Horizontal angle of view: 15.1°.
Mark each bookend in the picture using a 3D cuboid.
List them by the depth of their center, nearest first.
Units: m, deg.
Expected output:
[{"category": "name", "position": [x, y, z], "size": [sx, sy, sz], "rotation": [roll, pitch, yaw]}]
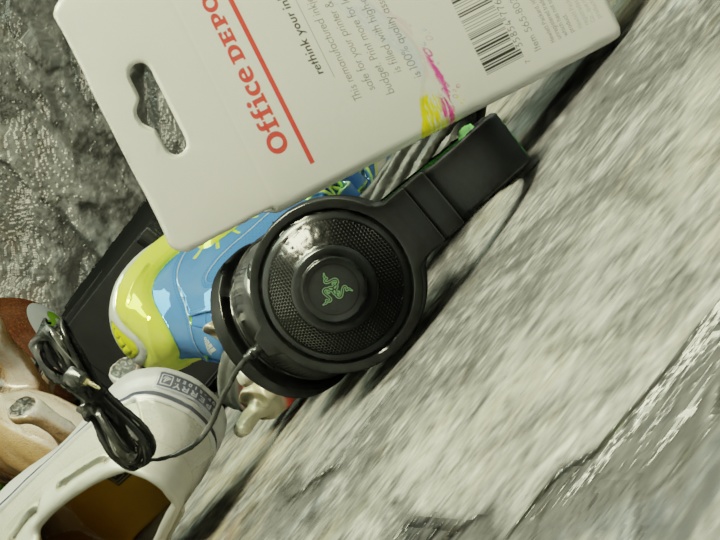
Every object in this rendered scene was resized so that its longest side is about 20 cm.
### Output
[{"category": "bookend", "position": [-0.101, 0.024, 1.450], "size": [0.199, 0.092, 0.200], "rotation": [-50, 7, 29]}]

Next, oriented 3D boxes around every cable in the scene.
[{"category": "cable", "position": [0.000, 0.000, 1.175], "size": [0.200, 0.050, 0.097], "rotation": [-38, -34, -37]}]

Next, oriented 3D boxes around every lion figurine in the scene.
[{"category": "lion figurine", "position": [-0.148, 0.083, 1.353], "size": [0.072, 0.123, 0.200], "rotation": [-42, 40, -17]}]

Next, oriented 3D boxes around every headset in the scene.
[{"category": "headset", "position": [-0.026, 0.000, 1.034], "size": [0.200, 0.094, 0.123], "rotation": [-41, 2, -18]}]

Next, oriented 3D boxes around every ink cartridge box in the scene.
[{"category": "ink cartridge box", "position": [-0.012, -0.099, 1.088], "size": [0.200, 0.115, 0.068], "rotation": [-27, 4, -7]}]

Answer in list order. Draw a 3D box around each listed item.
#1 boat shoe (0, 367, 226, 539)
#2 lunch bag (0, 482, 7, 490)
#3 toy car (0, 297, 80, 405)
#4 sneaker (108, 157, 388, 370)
[{"category": "boat shoe", "position": [-0.123, 0.122, 1.159], "size": [0.200, 0.071, 0.070], "rotation": [-46, 17, 41]}, {"category": "lunch bag", "position": [-0.222, 0.186, 1.422], "size": [0.161, 0.082, 0.200], "rotation": [-50, 6, 1]}, {"category": "toy car", "position": [-0.229, 0.085, 1.777], "size": [0.158, 0.164, 0.200], "rotation": [-53, 16, -18]}, {"category": "sneaker", "position": [-0.020, -0.013, 1.277], "size": [0.200, 0.076, 0.105], "rotation": [-43, 32, -25]}]
